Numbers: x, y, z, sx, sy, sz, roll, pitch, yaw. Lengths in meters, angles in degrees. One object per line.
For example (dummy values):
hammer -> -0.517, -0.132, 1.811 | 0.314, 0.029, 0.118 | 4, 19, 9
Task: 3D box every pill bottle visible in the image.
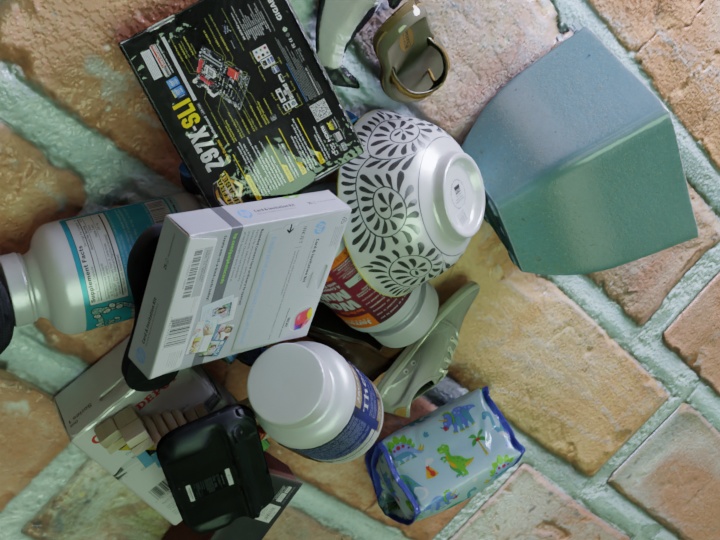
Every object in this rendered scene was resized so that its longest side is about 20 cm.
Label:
pill bottle -> 0.000, 0.000, 1.279 | 0.110, 0.110, 0.200 | -43, 132, 3
pill bottle -> -0.246, -0.004, 1.129 | 0.199, 0.111, 0.111 | -15, 128, -21
pill bottle -> -0.049, 0.138, 1.224 | 0.111, 0.111, 0.200 | -41, 158, 0

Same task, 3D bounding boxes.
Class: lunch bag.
lunch bag -> 0.104, 0.251, 1.509 | 0.169, 0.128, 0.200 | -25, 160, -13

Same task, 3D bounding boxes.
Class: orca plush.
orca plush -> 0.011, -0.275, 1.124 | 0.071, 0.105, 0.201 | -33, 138, -51

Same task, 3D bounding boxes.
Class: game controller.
game controller -> -0.148, 0.210, 1.203 | 0.104, 0.042, 0.201 | -15, 141, -7

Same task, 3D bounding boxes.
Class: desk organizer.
desk organizer -> -0.165, 0.304, 1.412 | 0.072, 0.077, 0.200 | 25, 106, -40

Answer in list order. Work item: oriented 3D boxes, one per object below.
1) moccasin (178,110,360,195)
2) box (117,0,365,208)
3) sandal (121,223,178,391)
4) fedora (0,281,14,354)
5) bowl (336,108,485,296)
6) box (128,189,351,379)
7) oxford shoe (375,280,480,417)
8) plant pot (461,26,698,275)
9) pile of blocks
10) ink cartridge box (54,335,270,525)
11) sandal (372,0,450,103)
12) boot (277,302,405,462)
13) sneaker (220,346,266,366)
moccasin -> -0.084, -0.105, 1.175 | 0.199, 0.080, 0.069 | -17, 125, -19
box -> -0.110, -0.161, 1.088 | 0.159, 0.049, 0.201 | -30, 104, -7
sandal -> -0.182, 0.041, 1.096 | 0.076, 0.043, 0.201 | -9, 132, -26
fedora -> -0.380, 0.051, 1.067 | 0.091, 0.200, 0.202 | -29, 137, -44
bowl -> 0.069, -0.075, 1.206 | 0.200, 0.094, 0.202 | 8, 80, -54
box -> -0.110, 0.009, 1.079 | 0.199, 0.041, 0.157 | -13, 133, -44
oxford shoe -> 0.089, 0.098, 1.403 | 0.200, 0.058, 0.075 | -51, 167, -16
plant pot -> 0.229, -0.110, 1.294 | 0.199, 0.197, 0.196 | -28, 132, 2
pile of blocks -> -0.178, 0.187, 1.220 | 0.199, 0.062, 0.083 | -1, 120, -31
ink cartridge box -> -0.218, 0.169, 1.282 | 0.146, 0.084, 0.200 | -39, 131, -3
sandal -> 0.060, -0.207, 1.156 | 0.080, 0.054, 0.200 | -47, 167, 0
boot -> -0.060, 0.142, 1.380 | 0.186, 0.064, 0.200 | 22, 113, -37
sneaker -> -0.138, 0.051, 1.227 | 0.079, 0.075, 0.200 | -62, 170, -1
